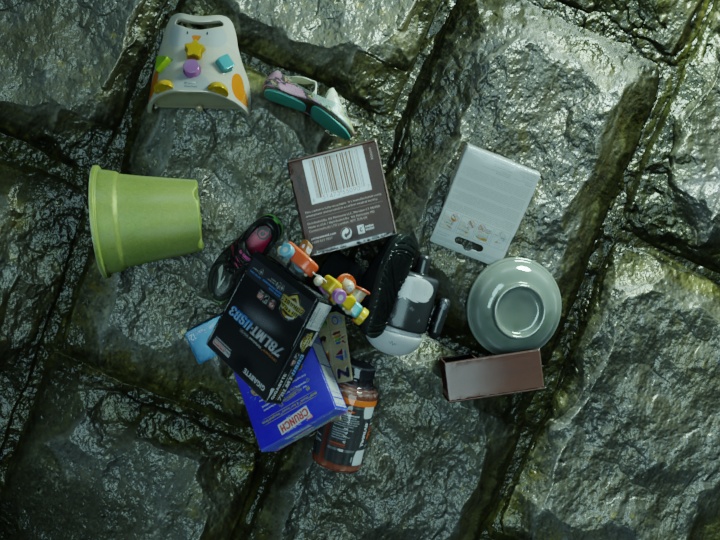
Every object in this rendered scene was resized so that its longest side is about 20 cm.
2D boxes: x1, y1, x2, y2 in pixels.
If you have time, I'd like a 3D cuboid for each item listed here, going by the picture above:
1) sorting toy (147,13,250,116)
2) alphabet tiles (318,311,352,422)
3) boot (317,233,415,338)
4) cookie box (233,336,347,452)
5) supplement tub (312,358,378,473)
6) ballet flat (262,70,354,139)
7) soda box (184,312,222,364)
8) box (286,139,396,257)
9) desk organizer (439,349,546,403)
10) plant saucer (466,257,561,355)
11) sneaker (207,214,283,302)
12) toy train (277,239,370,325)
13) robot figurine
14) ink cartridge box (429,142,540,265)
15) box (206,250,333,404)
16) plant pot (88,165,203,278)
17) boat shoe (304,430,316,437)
[{"bbox_3d":[-0.307,-0.397,1.206,0.194,0.107,0.185,1,76,-2],"label":"sorting toy"},{"bbox_3d":[-0.094,0.192,1.229,0.163,0.008,0.205,-14,73,17],"label":"alphabet tiles"},{"bbox_3d":[0.000,0.000,1.179,0.167,0.075,0.204,32,109,38],"label":"boot"},{"bbox_3d":[-0.138,0.207,1.197,0.169,0.075,0.203,-29,68,12],"label":"cookie box"},{"bbox_3d":[-0.025,0.281,1.251,0.104,0.107,0.205,13,95,-3],"label":"supplement tub"},{"bbox_3d":[-0.090,-0.326,1.227,0.196,0.069,0.072,26,74,-4],"label":"ballet flat"},{"bbox_3d":[-0.236,0.104,1.250,0.196,0.064,0.069,-26,95,1],"label":"soda box"},{"bbox_3d":[-0.034,-0.129,1.171,0.162,0.200,0.168,-14,95,0],"label":"box"},{"bbox_3d":[0.259,0.203,1.274,0.195,0.072,0.079,-8,92,-2],"label":"desk organizer"},{"bbox_3d":[0.310,0.078,1.272,0.194,0.050,0.206,0,98,-2],"label":"plant saucer"},{"bbox_3d":[-0.228,-0.028,1.230,0.076,0.084,0.201,37,92,-4],"label":"sneaker"},{"bbox_3d":[-0.050,0.014,1.076,0.149,0.200,0.056,38,84,33],"label":"toy train"},{"bbox_3d":[0.079,0.061,1.232,0.123,0.149,0.205,13,94,-44],"label":"robot figurine"},{"bbox_3d":[0.244,-0.128,1.272,0.159,0.050,0.204,20,111,-4],"label":"ink cartridge box"},{"bbox_3d":[-0.166,0.097,1.140,0.199,0.049,0.201,33,94,38],"label":"box"},{"bbox_3d":[-0.385,-0.094,1.179,0.179,0.200,0.206,-5,95,-13],"label":"plant pot"},{"bbox_3d":[-0.110,0.231,1.265,0.072,0.062,0.206,-1,91,0],"label":"boat shoe"}]
